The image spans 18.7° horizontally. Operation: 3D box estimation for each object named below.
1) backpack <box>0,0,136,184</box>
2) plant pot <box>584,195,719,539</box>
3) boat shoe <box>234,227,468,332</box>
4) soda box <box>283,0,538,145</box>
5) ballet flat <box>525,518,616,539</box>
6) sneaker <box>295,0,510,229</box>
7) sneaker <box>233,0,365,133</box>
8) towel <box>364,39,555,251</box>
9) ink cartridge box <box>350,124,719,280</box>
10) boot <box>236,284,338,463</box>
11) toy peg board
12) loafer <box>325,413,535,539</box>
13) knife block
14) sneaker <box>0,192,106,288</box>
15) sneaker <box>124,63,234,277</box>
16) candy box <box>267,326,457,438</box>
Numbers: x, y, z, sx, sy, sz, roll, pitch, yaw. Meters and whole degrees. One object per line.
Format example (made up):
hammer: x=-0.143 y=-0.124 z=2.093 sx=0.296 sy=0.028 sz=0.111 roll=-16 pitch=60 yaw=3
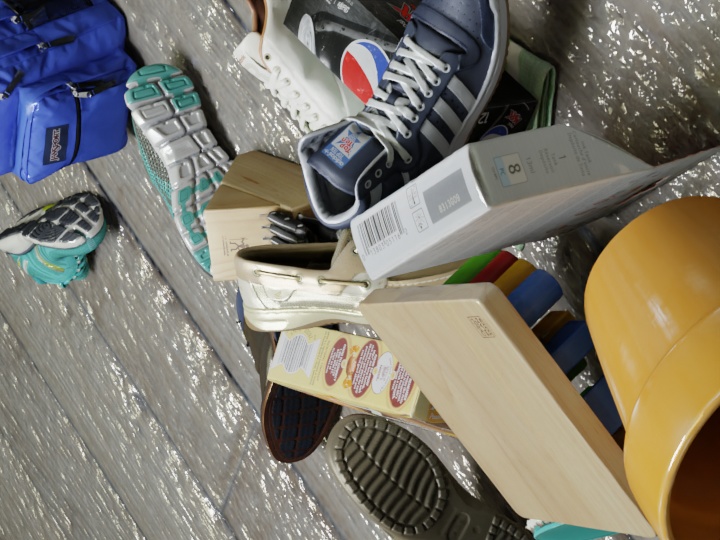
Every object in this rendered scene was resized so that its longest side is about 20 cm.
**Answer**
backpack: x=-0.316 y=-0.169 z=2.006 sx=0.168 sy=0.199 sz=0.163 roll=43 pitch=139 yaw=36
plant pot: x=0.229 y=0.056 z=1.325 sx=0.184 sy=0.199 sz=0.201 roll=-122 pitch=30 yaw=-47
boat shoe: x=0.000 y=0.000 z=1.656 sx=0.199 sy=0.072 sz=0.065 roll=-6 pitch=113 yaw=18
soda box: x=0.033 y=-0.150 z=1.561 sx=0.200 sy=0.070 sz=0.064 roll=46 pitch=130 yaw=32
ballet flat: x=0.191 y=0.150 z=1.553 sx=0.200 sy=0.071 sz=0.072 roll=-25 pitch=86 yaw=56
sneaker: x=0.026 y=-0.112 z=1.442 sx=0.070 sy=0.108 sz=0.201 roll=39 pitch=125 yaw=32
sneaker: x=-0.052 y=-0.147 z=1.703 sx=0.073 sy=0.084 sz=0.201 roll=138 pitch=116 yaw=-68
towel: x=0.066 y=-0.122 z=1.614 sx=0.200 sy=0.023 sz=0.153 roll=38 pitch=136 yaw=41
ink cartridge box: x=0.115 y=-0.055 z=1.411 sx=0.160 sy=0.199 sz=0.048 roll=-33 pitch=75 yaw=58
boot: x=-0.064 y=0.065 z=1.895 sx=0.097 sy=0.074 sz=0.201 roll=-121 pitch=29 yaw=-51
toy peg board: x=0.126 y=0.067 z=1.478 sx=0.200 sy=0.098 sz=0.199 roll=52 pitch=161 yaw=-13
loafer: x=0.049 y=0.187 z=1.708 sx=0.200 sy=0.076 sz=0.067 roll=41 pitch=165 yaw=-10
knife block: x=-0.033 y=-0.041 z=1.791 sx=0.200 sy=0.174 sz=0.064 roll=-69 pitch=-25 yaw=-67
sneaker: x=-0.297 y=-0.026 z=2.201 sx=0.080 sy=0.077 sz=0.200 roll=55 pitch=156 yaw=-13
sneaker: x=-0.150 y=-0.082 z=1.940 sx=0.091 sy=0.077 sz=0.201 roll=129 pitch=120 yaw=-72
candy box: x=0.031 y=0.089 z=1.693 sx=0.200 sy=0.115 sz=0.056 roll=11 pitch=83 yaw=55
